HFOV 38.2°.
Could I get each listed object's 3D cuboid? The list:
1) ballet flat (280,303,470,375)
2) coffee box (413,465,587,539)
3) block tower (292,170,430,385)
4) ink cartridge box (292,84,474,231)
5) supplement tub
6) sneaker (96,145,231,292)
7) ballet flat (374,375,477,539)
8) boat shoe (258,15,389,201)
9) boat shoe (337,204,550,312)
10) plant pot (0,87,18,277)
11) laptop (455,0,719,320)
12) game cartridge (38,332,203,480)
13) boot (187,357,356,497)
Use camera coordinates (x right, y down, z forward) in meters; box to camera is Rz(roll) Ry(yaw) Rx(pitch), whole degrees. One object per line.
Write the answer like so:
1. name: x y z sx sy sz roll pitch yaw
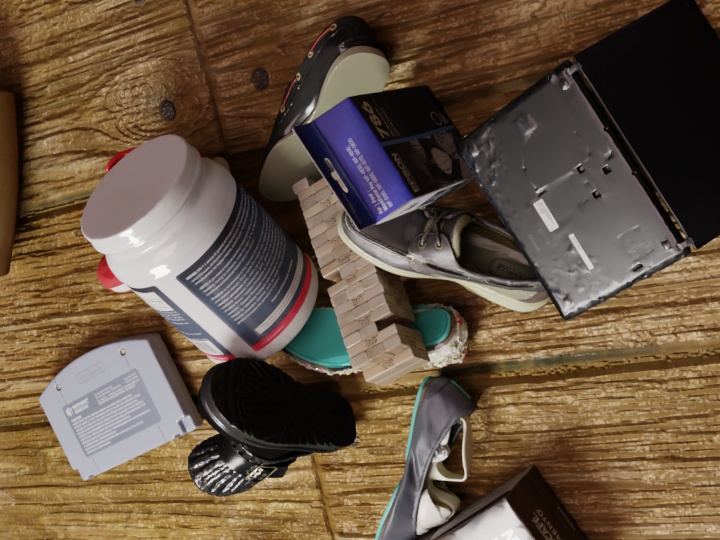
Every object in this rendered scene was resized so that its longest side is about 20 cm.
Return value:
1. ballet flat: 0.015 0.072 0.995 0.200 0.064 0.076 -1 62 30
2. coffee box: 0.112 0.289 0.987 0.200 0.080 0.113 -41 81 30
3. block tower: 0.000 0.000 0.951 0.058 0.054 0.200 -29 66 20
4. ink cartridge box: 0.030 -0.099 0.864 0.039 0.200 0.100 -35 87 31
5. supplement tub: -0.145 -0.015 0.969 0.140 0.141 0.200 -16 134 31
6. sneaker: -0.234 -0.062 1.057 0.200 0.115 0.078 -44 49 21
7. ballet flat: 0.068 0.198 0.997 0.073 0.073 0.200 23 110 22
8. boat shoe: -0.039 -0.146 0.974 0.202 0.074 0.063 -54 39 38
9. boat shoe: 0.080 -0.025 0.900 0.200 0.072 0.066 21 154 1
10. plant pot: -0.459 -0.115 1.154 0.186 0.186 0.201 21 98 23
11. laptop: 0.213 -0.089 0.841 0.200 0.103 0.178 -35 84 39
12. game cartridge: -0.279 0.151 1.193 0.200 0.040 0.134 -27 93 31
13. boot: -0.121 0.161 1.020 0.158 0.211 0.080 -24 57 28
